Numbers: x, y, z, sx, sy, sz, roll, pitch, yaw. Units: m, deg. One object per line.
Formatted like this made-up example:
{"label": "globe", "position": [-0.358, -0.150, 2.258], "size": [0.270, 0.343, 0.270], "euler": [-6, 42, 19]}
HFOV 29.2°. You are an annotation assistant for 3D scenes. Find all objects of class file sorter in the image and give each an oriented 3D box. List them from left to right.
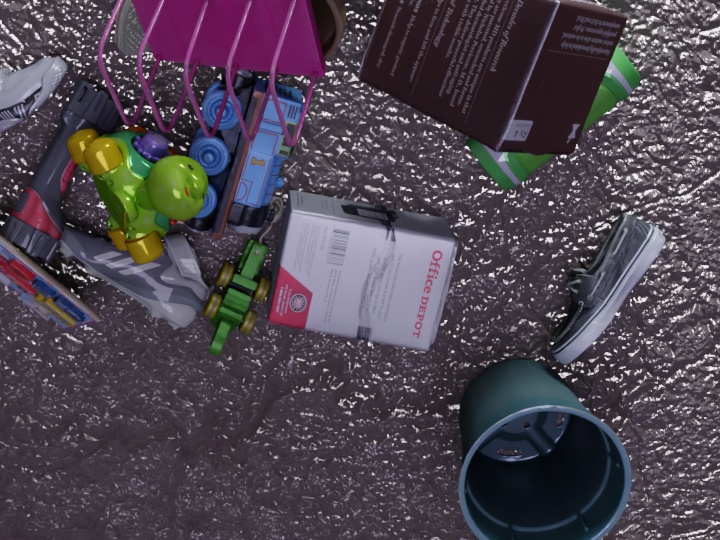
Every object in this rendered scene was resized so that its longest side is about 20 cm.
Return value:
{"label": "file sorter", "position": [-0.156, -0.218, 1.450], "size": [0.199, 0.126, 0.139], "euler": [8, 150, 14]}

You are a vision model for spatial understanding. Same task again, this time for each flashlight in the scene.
{"label": "flashlight", "position": [-0.332, -0.109, 1.560], "size": [0.068, 0.068, 0.200], "euler": [29, 85, 3]}

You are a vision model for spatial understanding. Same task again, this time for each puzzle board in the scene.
{"label": "puzzle board", "position": [-0.397, 0.003, 1.583], "size": [0.200, 0.151, 0.017], "euler": [42, 68, -16]}

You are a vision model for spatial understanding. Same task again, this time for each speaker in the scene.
{"label": "speaker", "position": [0.220, -0.182, 1.585], "size": [0.200, 0.088, 0.088], "euler": [-39, 108, 10]}

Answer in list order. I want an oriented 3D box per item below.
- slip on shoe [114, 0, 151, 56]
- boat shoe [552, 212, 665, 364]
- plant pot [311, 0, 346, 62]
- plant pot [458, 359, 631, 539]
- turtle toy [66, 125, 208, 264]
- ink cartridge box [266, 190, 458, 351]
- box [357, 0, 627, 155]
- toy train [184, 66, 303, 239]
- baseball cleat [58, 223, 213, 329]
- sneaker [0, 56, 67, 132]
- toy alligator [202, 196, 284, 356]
{"label": "slip on shoe", "position": [-0.235, -0.331, 1.516], "size": [0.074, 0.061, 0.200], "euler": [-12, 129, -37]}
{"label": "boat shoe", "position": [0.284, 0.018, 1.678], "size": [0.071, 0.072, 0.200], "euler": [34, 94, -6]}
{"label": "plant pot", "position": [-0.105, -0.311, 1.488], "size": [0.200, 0.093, 0.201], "euler": [12, 152, 7]}
{"label": "plant pot", "position": [0.203, 0.211, 1.666], "size": [0.200, 0.196, 0.201], "euler": [-2, 110, -4]}
{"label": "turtle toy", "position": [-0.229, -0.091, 1.486], "size": [0.101, 0.200, 0.146], "euler": [-29, 113, -17]}
{"label": "ink cartridge box", "position": [0.000, 0.000, 1.635], "size": [0.199, 0.083, 0.146], "euler": [10, 109, -8]}
{"label": "box", "position": [0.139, -0.237, 1.473], "size": [0.200, 0.166, 0.165], "euler": [31, 110, 30]}
{"label": "toy train", "position": [-0.137, -0.129, 1.576], "size": [0.114, 0.087, 0.200], "euler": [16, 108, -7]}
{"label": "baseball cleat", "position": [-0.265, -0.018, 1.630], "size": [0.200, 0.070, 0.107], "euler": [36, 88, -17]}
{"label": "sneaker", "position": [-0.430, -0.204, 1.535], "size": [0.200, 0.075, 0.115], "euler": [-31, 112, 11]}
{"label": "toy alligator", "position": [-0.138, 0.007, 1.645], "size": [0.059, 0.054, 0.200], "euler": [24, 82, -13]}
